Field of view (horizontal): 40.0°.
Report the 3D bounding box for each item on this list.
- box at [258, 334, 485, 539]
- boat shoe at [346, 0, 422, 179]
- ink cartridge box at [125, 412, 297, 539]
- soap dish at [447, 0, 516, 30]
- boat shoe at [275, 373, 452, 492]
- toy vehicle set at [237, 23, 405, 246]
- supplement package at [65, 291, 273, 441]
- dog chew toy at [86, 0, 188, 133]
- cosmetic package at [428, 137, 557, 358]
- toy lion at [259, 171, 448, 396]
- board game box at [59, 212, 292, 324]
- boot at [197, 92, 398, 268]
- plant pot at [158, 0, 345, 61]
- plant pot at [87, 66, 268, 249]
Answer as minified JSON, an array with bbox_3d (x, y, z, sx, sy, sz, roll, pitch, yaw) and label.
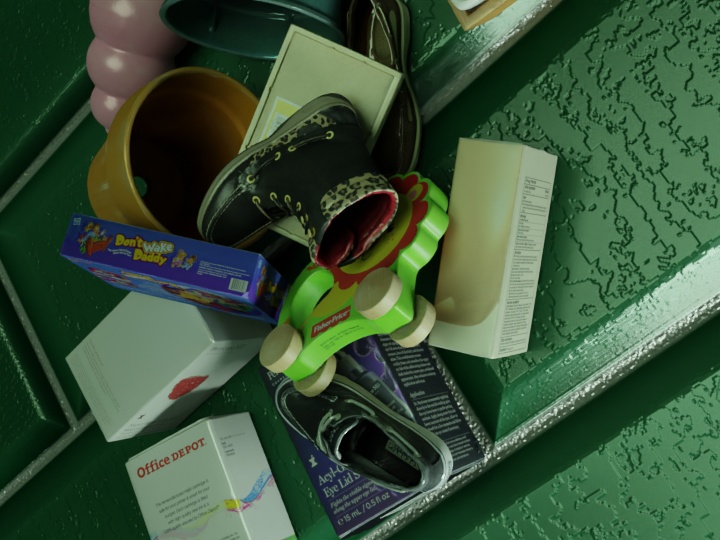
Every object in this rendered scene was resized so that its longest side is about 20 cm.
[{"bbox_3d":[0.010,0.148,1.030,0.148,0.104,0.201,-37,72,25],"label":"box"},{"bbox_3d":[0.015,-0.194,1.044,0.074,0.075,0.204,-9,85,30],"label":"boat shoe"},{"bbox_3d":[-0.168,0.283,1.144,0.144,0.084,0.201,-29,76,27],"label":"ink cartridge box"},{"bbox_3d":[0.153,-0.352,0.961,0.199,0.081,0.158,-33,74,26],"label":"soap dish"},{"bbox_3d":[-0.010,0.155,0.941,0.199,0.068,0.072,27,103,28],"label":"boat shoe"},{"bbox_3d":[-0.052,-0.133,1.012,0.123,0.027,0.201,26,103,5],"label":"toy vehicle set"},{"bbox_3d":[-0.222,0.090,1.155,0.200,0.121,0.120,-42,70,24],"label":"supplement package"},{"bbox_3d":[-0.274,-0.259,1.193,0.124,0.124,0.202,28,111,27],"label":"dog chew toy"},{"bbox_3d":[0.130,-0.022,0.961,0.071,0.105,0.202,10,93,28],"label":"cosmetic package"},{"bbox_3d":[0.000,0.000,0.951,0.199,0.069,0.193,-31,37,32],"label":"toy lion"},{"bbox_3d":[-0.182,0.001,1.004,0.198,0.135,0.045,12,78,12],"label":"board game box"},{"bbox_3d":[-0.061,-0.059,0.938,0.200,0.073,0.151,-39,48,8],"label":"boot"},{"bbox_3d":[-0.102,-0.350,1.058,0.199,0.200,0.198,4,83,30],"label":"plant pot"},{"bbox_3d":[-0.215,-0.106,1.118,0.183,0.199,0.202,-11,84,50],"label":"plant pot"}]
